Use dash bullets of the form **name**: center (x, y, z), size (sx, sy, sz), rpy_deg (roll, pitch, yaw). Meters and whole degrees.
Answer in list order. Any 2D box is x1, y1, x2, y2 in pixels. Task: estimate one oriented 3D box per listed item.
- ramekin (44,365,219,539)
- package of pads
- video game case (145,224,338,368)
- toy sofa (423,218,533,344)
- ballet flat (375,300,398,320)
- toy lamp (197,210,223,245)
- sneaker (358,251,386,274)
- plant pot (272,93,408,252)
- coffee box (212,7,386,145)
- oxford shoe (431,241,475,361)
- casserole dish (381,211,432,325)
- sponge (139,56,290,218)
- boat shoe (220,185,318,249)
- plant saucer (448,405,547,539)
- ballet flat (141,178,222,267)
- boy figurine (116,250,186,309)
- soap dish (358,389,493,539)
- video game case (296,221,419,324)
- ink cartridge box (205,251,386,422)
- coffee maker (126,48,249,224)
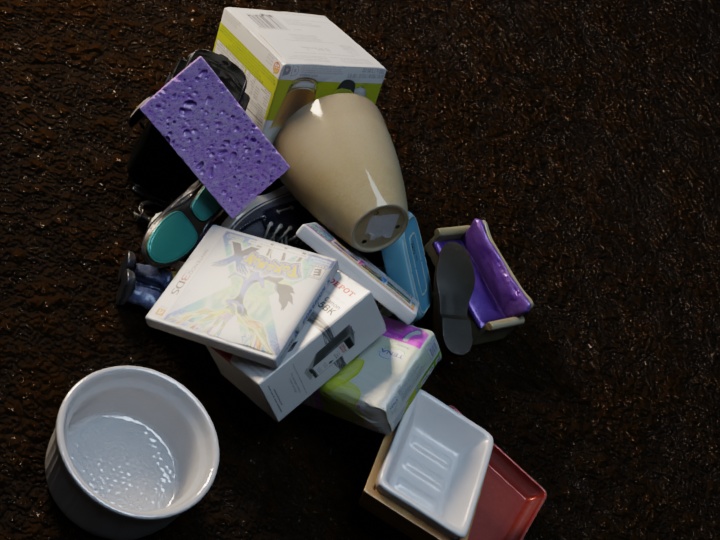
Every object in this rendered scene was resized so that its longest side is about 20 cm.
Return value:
- **ramekin**: center (-0.279, 0.224, 1.346), size (0.200, 0.098, 0.201), rpy_deg (19, 47, -22)
- **package of pads**: center (-0.010, 0.130, 1.550), size (0.199, 0.068, 0.155), rpy_deg (16, 52, 28)
- **video game case**: center (-0.156, 0.029, 1.488), size (0.199, 0.022, 0.183), rpy_deg (16, 53, 21)
- **toy sofa**: center (0.191, 0.015, 1.857), size (0.083, 0.098, 0.200), rpy_deg (-8, 61, -39)
- **ballet flat**: center (0.001, 0.056, 1.708), size (0.199, 0.068, 0.068), rpy_deg (-4, 57, -38)
- **toy lamp**: center (-0.217, -0.093, 1.692), size (0.058, 0.058, 0.200), rpy_deg (40, 39, 0)
- **sneaker**: center (-0.031, -0.019, 1.746), size (0.200, 0.070, 0.109), rpy_deg (-2, 61, -44)
- **plant pot**: center (-0.011, -0.129, 1.662), size (0.187, 0.188, 0.200), rpy_deg (2, 42, -34)
- **coffee box**: center (-0.113, -0.280, 1.780), size (0.199, 0.198, 0.200), rpy_deg (-4, 37, -37)
- **oxford shoe**: center (0.137, 0.050, 1.790), size (0.071, 0.071, 0.201), rpy_deg (15, 63, -18)
- **casserole dish**: center (0.074, -0.008, 1.751), size (0.121, 0.039, 0.201), rpy_deg (-49, 128, -66)
- **sponge**: center (-0.199, -0.182, 1.549), size (0.200, 0.111, 0.030), rpy_deg (51, -3, -18)
- **boat shoe**: center (-0.131, -0.065, 1.711), size (0.093, 0.075, 0.200), rpy_deg (41, 41, 12)
- **plant saucer**: center (0.153, 0.322, 1.614), size (0.200, 0.037, 0.200), rpy_deg (42, 42, 3)
- **ballet flat**: center (-0.251, -0.069, 1.577), size (0.073, 0.073, 0.200), rpy_deg (39, 53, -1)
- **boy figurine**: center (-0.238, 0.038, 1.560), size (0.199, 0.064, 0.125), rpy_deg (15, 45, -20)
- **soap dish**: center (0.089, 0.274, 1.524), size (0.157, 0.081, 0.200), rpy_deg (33, 42, -7)
- **video game case**: center (0.000, 0.000, 1.606), size (0.200, 0.024, 0.182), rpy_deg (39, 6, 1)
- **ink cartridge box**: center (-0.089, 0.084, 1.508), size (0.200, 0.083, 0.147), rpy_deg (-40, 44, -19)
- **coffee maker**: center (-0.251, -0.194, 1.645), size (0.134, 0.200, 0.193), rpy_deg (8, 51, -29)
